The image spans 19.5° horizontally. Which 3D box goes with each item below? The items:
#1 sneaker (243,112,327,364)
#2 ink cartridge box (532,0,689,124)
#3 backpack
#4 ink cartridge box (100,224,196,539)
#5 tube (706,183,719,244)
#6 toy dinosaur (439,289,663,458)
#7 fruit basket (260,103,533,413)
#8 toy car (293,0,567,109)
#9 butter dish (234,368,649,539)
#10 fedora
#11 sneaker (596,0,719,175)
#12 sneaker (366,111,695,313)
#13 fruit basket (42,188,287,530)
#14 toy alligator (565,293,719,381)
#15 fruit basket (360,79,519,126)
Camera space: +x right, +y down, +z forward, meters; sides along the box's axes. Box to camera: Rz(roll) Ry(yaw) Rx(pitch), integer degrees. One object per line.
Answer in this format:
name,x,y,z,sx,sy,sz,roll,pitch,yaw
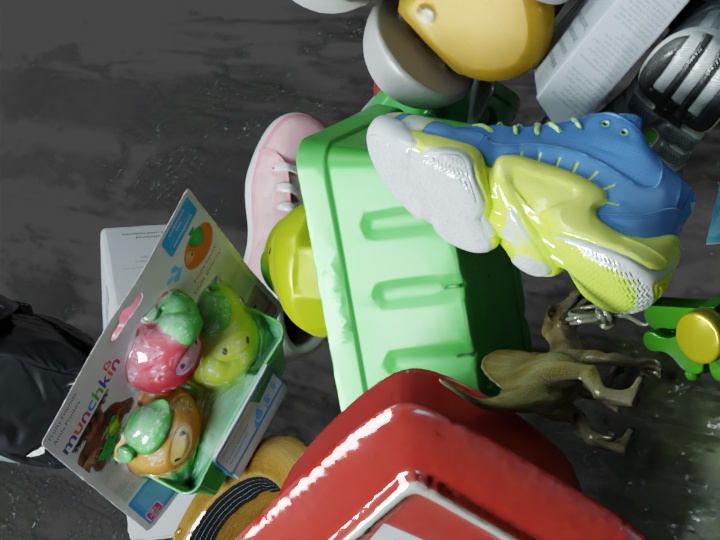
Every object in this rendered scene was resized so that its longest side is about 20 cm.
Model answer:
sneaker,-0.043,-0.023,1.581,0.104,0.075,0.202,-4,71,60
ink cartridge box,0.150,-0.146,1.326,0.200,0.040,0.200,-51,4,11
backpack,-0.294,0.095,1.797,0.128,0.166,0.200,-66,25,3
ink cartridge box,-0.146,0.083,1.588,0.201,0.083,0.146,-107,16,-49
tube,0.254,-0.112,1.242,0.077,0.050,0.202,-7,66,63
toy dinosaur,0.114,0.070,1.223,0.100,0.200,0.059,19,113,19
fruit basket,0.000,0.000,1.360,0.215,0.216,0.155,-41,-5,31
toy car,0.053,-0.220,1.345,0.175,0.200,0.150,-39,12,39
butter dish,0.040,0.133,1.231,0.200,0.198,0.149,-44,27,32
fedora,-0.063,0.211,1.427,0.200,0.081,0.202,-38,39,39
sneaker,0.191,-0.103,1.319,0.200,0.075,0.116,-48,5,49
sneaker,0.105,-0.055,1.222,0.105,0.199,0.076,-51,-18,-26
fruit basket,-0.119,0.067,1.372,0.093,0.200,0.186,25,75,18
toy alligator,0.202,0.040,1.182,0.199,0.059,0.055,-7,104,45
fruit basket,0.051,-0.116,1.507,0.185,0.093,0.201,-50,16,32
